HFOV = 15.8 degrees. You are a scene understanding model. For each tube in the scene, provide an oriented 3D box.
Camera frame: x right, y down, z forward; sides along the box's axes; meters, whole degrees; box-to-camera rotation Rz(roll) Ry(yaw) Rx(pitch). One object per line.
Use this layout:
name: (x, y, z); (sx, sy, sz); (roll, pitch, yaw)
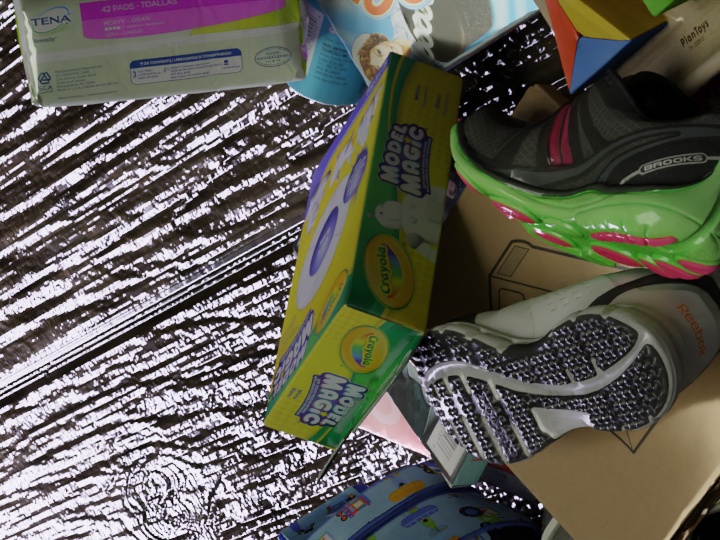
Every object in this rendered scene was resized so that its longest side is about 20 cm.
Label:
tube: (0.002, -0.186, 1.410); (0.077, 0.050, 0.200); (31, 127, 22)

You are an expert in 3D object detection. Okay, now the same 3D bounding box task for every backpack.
backpack: (0.014, 0.186, 1.444); (0.135, 0.183, 0.200); (49, 163, 29)

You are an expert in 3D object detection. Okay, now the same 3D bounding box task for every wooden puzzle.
wooden puzzle: (0.105, -0.170, 1.182); (0.200, 0.046, 0.185); (63, 152, 8)

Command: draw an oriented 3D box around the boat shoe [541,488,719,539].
boat shoe: (0.173, 0.126, 1.275); (0.202, 0.060, 0.072); (-25, 125, 29)

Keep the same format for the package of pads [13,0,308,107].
package of pads: (-0.112, -0.146, 1.427); (0.200, 0.154, 0.068); (-122, 25, -71)

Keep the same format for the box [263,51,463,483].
box: (0.000, 0.000, 1.323); (0.117, 0.048, 0.200); (124, 159, -47)

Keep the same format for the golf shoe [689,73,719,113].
golf shoe: (0.232, -0.022, 1.195); (0.200, 0.075, 0.092); (45, 155, 30)

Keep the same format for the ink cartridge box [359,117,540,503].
ink cartridge box: (0.052, 0.015, 1.449); (0.162, 0.050, 0.200); (21, 127, 45)

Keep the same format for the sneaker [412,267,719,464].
sneaker: (0.102, 0.041, 1.225); (0.200, 0.080, 0.074); (-9, 109, 54)

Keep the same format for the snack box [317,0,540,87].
snack box: (0.008, -0.199, 1.353); (0.116, 0.037, 0.200); (-30, 92, 36)

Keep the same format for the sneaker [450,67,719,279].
sneaker: (0.114, -0.050, 1.187); (0.077, 0.084, 0.200); (34, 171, -33)

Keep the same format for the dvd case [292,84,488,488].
dvd case: (0.036, -0.002, 1.414); (0.200, 0.022, 0.146); (56, 134, 39)

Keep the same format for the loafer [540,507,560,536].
loafer: (0.122, 0.134, 1.389); (0.072, 0.073, 0.200); (-127, 26, -45)

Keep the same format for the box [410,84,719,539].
box: (0.112, 0.034, 1.266); (0.200, 0.021, 0.164); (47, 121, 26)
